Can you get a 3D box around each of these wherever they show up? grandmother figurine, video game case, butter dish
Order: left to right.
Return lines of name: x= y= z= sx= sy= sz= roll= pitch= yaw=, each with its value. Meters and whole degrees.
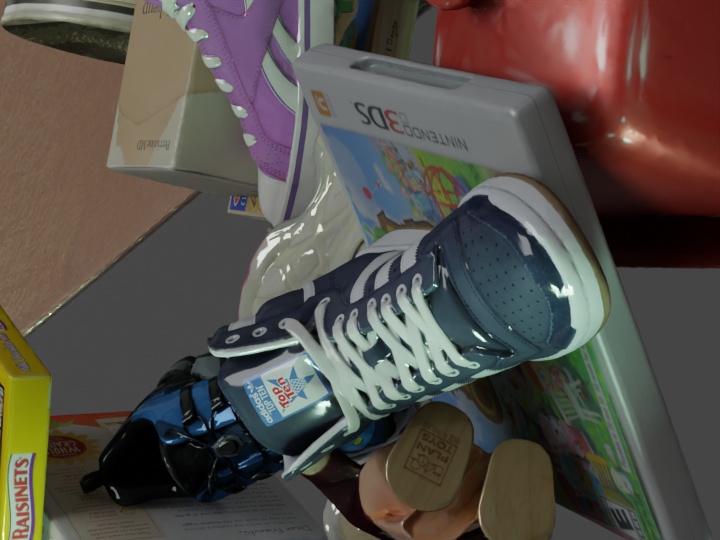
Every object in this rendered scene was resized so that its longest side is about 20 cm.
grandmother figurine: x=0.020 y=0.100 z=0.928 sx=0.061 sy=0.121 sz=0.200 roll=-58 pitch=1 yaw=-17
video game case: x=0.053 y=0.009 z=0.870 sx=0.182 sy=0.022 sz=0.201 roll=22 pitch=139 yaw=60
butter dish: x=0.089 y=-0.108 z=0.842 sx=0.200 sy=0.147 sz=0.201 roll=2 pitch=82 yaw=60

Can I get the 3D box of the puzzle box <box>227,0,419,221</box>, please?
puzzle box: x=-0.016 y=-0.123 z=1.153 sx=0.133 sy=0.025 sz=0.202 roll=8 pitch=87 yaw=61

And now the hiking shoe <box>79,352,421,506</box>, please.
hiking shoe: x=-0.049 y=0.078 z=1.021 sx=0.199 sy=0.075 sz=0.087 roll=-20 pitch=18 yaw=51

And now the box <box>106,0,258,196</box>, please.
box: x=-0.068 y=-0.144 z=1.147 sx=0.095 sy=0.077 sz=0.202 roll=3 pitch=82 yaw=60

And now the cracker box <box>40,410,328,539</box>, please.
cracker box: x=-0.104 y=0.137 z=1.099 sx=0.200 sy=0.133 sz=0.058 roll=-140 pitch=53 yaw=-58

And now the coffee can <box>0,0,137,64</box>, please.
coffee can: x=-0.122 y=-0.228 z=1.253 sx=0.146 sy=0.145 sz=0.202 roll=4 pitch=83 yaw=60

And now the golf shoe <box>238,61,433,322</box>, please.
golf shoe: x=0.000 y=0.000 z=1.039 sx=0.092 sy=0.075 sz=0.201 roll=54 pitch=132 yaw=40

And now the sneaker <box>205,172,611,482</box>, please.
sneaker: x=0.011 y=0.025 z=0.802 sx=0.070 sy=0.108 sz=0.200 roll=60 pitch=160 yaw=-4

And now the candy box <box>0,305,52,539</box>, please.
candy box: x=-0.186 y=0.127 z=1.088 sx=0.102 sy=0.026 sz=0.202 roll=-138 pitch=51 yaw=-61

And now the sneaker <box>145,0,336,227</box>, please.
sneaker: x=-0.067 y=-0.117 z=1.067 sx=0.073 sy=0.113 sz=0.202 roll=-105 pitch=15 yaw=-75
